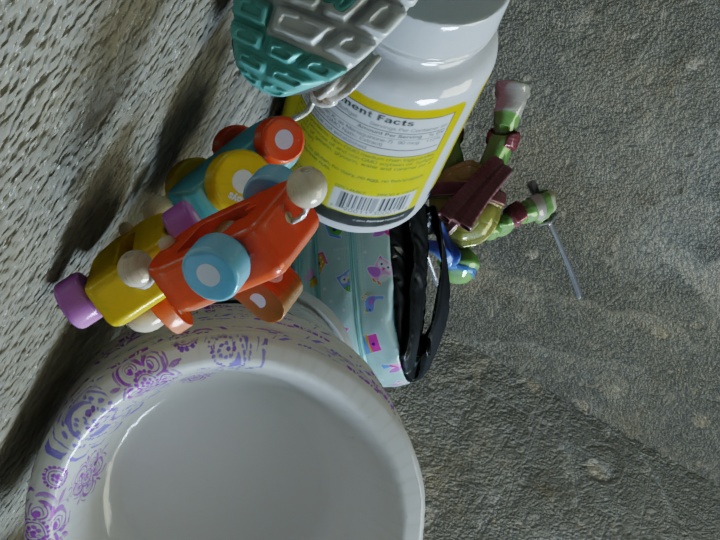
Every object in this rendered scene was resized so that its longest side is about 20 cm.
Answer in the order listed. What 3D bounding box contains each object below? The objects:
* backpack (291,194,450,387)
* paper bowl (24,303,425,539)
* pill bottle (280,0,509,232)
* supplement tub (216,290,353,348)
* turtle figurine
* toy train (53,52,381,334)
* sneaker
[{"bbox_3d":[0.000,0.000,1.001,0.167,0.126,0.201,44,43,-67],"label":"backpack"},{"bbox_3d":[-0.071,0.116,0.654,0.201,0.200,0.104,-61,-166,8],"label":"paper bowl"},{"bbox_3d":[0.017,-0.120,0.749,0.114,0.114,0.200,-59,177,-33],"label":"pill bottle"},{"bbox_3d":[-0.085,0.099,0.821,0.141,0.140,0.200,-62,177,25],"label":"supplement tub"},{"bbox_3d":[0.110,-0.078,1.183,0.200,0.144,0.195,12,82,-47],"label":"turtle figurine"},{"bbox_3d":[-0.046,-0.021,0.533,0.150,0.056,0.200,-24,-161,28],"label":"toy train"},{"bbox_3d":[0.006,-0.162,0.571,0.200,0.077,0.091,-59,-179,-8],"label":"sneaker"}]
